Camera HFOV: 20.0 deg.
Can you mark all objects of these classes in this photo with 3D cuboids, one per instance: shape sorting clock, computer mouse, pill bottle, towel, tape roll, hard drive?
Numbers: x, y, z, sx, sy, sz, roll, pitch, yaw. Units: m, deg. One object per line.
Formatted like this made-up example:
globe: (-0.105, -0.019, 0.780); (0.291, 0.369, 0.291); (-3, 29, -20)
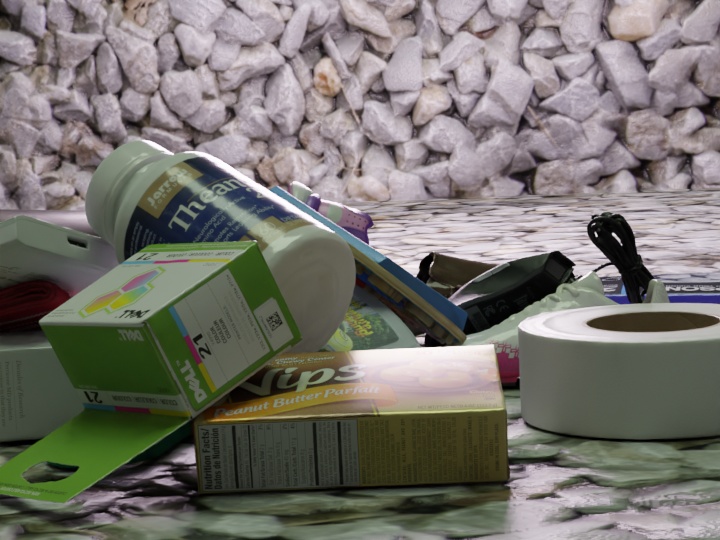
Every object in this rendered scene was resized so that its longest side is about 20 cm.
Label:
shape sorting clock: (0.000, 0.000, 1.608); (0.200, 0.039, 0.200); (33, 0, 0)
computer mouse: (0.157, 0.034, 1.713); (0.200, 0.140, 0.046); (-33, 36, 11)
pill bottle: (-0.107, -0.019, 1.474); (0.200, 0.111, 0.111); (32, 27, 36)
towel: (-0.262, 0.052, 1.626); (0.144, 0.023, 0.200); (-12, -19, 16)
tape roll: (0.214, 0.070, 1.490); (0.202, 0.071, 0.202); (-3, 7, 0)
hard drive: (-0.288, 0.009, 1.563); (0.199, 0.026, 0.132); (-18, -22, 32)

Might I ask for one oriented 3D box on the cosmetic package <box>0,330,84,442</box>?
cosmetic package: (-0.254, 0.086, 1.531); (0.199, 0.072, 0.101); (-4, 6, -13)

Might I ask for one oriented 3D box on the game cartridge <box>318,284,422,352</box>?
game cartridge: (-0.036, 0.057, 1.502); (0.133, 0.041, 0.200); (-14, 32, -28)

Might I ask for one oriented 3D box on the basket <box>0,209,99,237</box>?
basket: (-0.257, 0.011, 1.749); (0.180, 0.137, 0.200); (-16, -14, 41)

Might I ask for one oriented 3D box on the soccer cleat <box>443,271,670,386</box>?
soccer cleat: (0.158, 0.045, 1.658); (0.199, 0.087, 0.070); (-4, 7, -7)

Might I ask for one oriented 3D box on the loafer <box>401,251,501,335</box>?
loafer: (0.084, 0.016, 1.897); (0.199, 0.071, 0.073); (-14, 7, -13)

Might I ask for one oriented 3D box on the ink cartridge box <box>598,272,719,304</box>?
ink cartridge box: (0.274, 0.035, 1.905); (0.197, 0.044, 0.200); (-1, 8, 10)

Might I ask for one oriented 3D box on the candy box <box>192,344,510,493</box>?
candy box: (-0.006, 0.096, 1.335); (0.199, 0.056, 0.115); (-3, 18, 1)

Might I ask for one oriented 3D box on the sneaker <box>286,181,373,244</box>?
sneaker: (-0.029, 0.010, 1.775); (0.088, 0.200, 0.081); (8, 50, 1)

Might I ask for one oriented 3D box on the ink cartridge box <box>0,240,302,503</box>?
ink cartridge box: (-0.160, 0.063, 1.317); (0.200, 0.076, 0.148); (-35, 19, -31)

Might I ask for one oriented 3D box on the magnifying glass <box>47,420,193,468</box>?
magnifying glass: (-0.144, 0.113, 1.469); (0.079, 0.022, 0.200); (2, 7, 38)
